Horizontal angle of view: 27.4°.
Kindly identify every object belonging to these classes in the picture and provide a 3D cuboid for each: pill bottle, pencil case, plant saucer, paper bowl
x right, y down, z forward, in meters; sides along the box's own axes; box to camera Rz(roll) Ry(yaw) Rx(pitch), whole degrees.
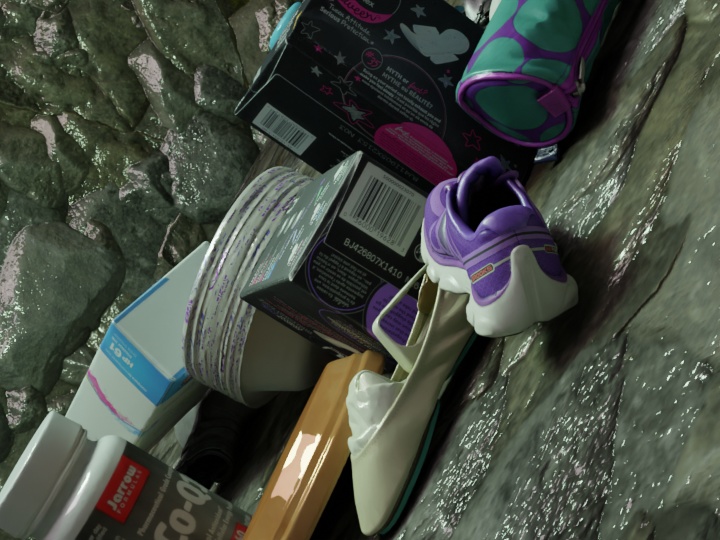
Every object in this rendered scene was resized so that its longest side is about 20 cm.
[{"bbox_3d":[-0.179,0.201,1.148,0.115,0.199,0.114,-55,11,15],"label":"pill bottle"},{"bbox_3d":[0.142,-0.179,1.032,0.091,0.085,0.202,5,55,35],"label":"pencil case"},{"bbox_3d":[-0.041,0.143,1.015,0.202,0.037,0.200,-64,0,1],"label":"plant saucer"},{"bbox_3d":[-0.063,0.021,1.272,0.202,0.103,0.202,-57,-18,-29],"label":"paper bowl"}]

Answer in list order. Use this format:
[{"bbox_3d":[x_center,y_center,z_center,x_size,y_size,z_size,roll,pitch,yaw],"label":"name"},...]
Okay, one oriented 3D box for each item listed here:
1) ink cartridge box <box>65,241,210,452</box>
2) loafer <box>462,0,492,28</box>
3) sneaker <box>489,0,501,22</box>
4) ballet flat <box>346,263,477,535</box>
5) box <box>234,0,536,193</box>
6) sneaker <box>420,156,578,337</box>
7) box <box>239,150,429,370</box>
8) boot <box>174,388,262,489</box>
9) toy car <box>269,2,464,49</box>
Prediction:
[{"bbox_3d":[-0.192,0.089,1.414,0.144,0.084,0.201,-44,-8,-41],"label":"ink cartridge box"},{"bbox_3d":[0.110,-0.235,1.422,0.200,0.063,0.072,-52,12,35],"label":"loafer"},{"bbox_3d":[0.158,-0.235,1.159,0.082,0.073,0.201,-52,12,47],"label":"sneaker"},{"bbox_3d":[0.028,0.065,0.926,0.202,0.069,0.069,-63,11,-22],"label":"ballet flat"},{"bbox_3d":[0.028,-0.128,1.108,0.116,0.199,0.132,-61,10,-27],"label":"box"},{"bbox_3d":[0.078,-0.030,0.858,0.080,0.085,0.200,-17,16,-5],"label":"sneaker"},{"bbox_3d":[0.000,0.000,1.090,0.107,0.121,0.200,-60,11,-12],"label":"box"},{"bbox_3d":[-0.167,0.180,1.534,0.200,0.069,0.133,-47,13,53],"label":"boot"},{"bbox_3d":[0.011,-0.247,1.504,0.178,0.183,0.200,-57,-1,5],"label":"toy car"}]
